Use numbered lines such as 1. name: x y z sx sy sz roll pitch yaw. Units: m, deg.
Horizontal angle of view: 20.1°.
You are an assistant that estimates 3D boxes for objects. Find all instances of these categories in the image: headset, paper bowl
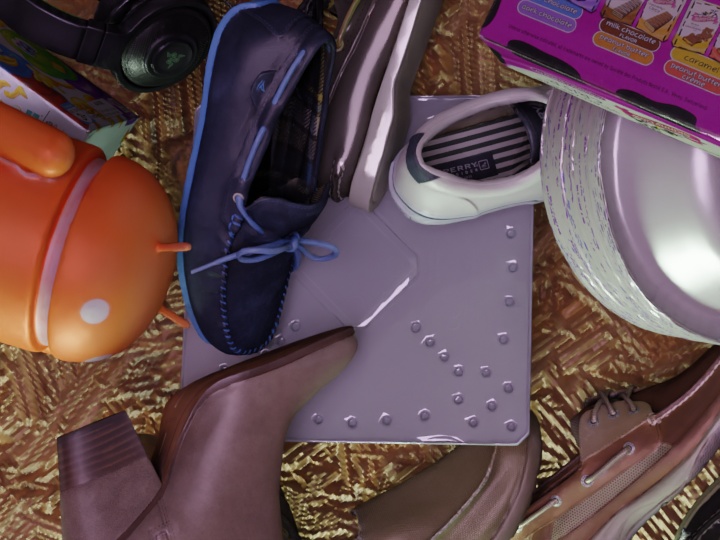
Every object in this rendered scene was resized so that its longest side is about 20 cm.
1. headset: -0.112 -0.165 1.146 0.200 0.124 0.094 11 130 -21
2. paper bowl: 0.203 -0.060 1.068 0.200 0.104 0.201 -2 95 -26

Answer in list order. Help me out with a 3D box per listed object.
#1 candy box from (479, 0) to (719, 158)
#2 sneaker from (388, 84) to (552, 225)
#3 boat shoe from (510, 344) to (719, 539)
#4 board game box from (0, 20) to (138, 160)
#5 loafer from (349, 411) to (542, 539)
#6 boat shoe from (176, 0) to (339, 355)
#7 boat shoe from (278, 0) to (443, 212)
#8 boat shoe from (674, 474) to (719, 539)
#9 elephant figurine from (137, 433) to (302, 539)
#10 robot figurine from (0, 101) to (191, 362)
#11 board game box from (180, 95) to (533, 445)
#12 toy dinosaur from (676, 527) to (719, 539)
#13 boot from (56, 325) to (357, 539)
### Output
1. candy box: 0.164 -0.170 0.984 0.136 0.061 0.200 26 89 21
2. sneaker: 0.114 -0.073 1.116 0.200 0.071 0.073 -21 82 -10
3. boat shoe: 0.153 0.102 1.162 0.072 0.076 0.200 41 101 4
4. board game box: -0.248 -0.103 1.183 0.200 0.103 0.105 36 103 2
5. loafer: 0.031 0.155 1.182 0.067 0.076 0.200 33 103 -17
6. boat shoe: -0.054 -0.041 1.090 0.069 0.084 0.200 21 121 33
7. boat shoe: 0.009 -0.136 1.141 0.060 0.072 0.202 16 87 11
8. boat shoe: 0.266 0.126 1.148 0.201 0.066 0.072 -31 95 13
9. elephant figurine: -0.123 0.205 1.205 0.141 0.155 0.200 23 111 -23
10. robot figurine: -0.183 -0.021 1.072 0.200 0.117 0.144 17 103 5
11. board game box: 0.000 0.000 1.166 0.199 0.026 0.201 0 79 10
12. toy dinosaur: 0.157 0.195 1.145 0.088 0.048 0.200 12 126 -31
13. boot: -0.069 0.130 1.103 0.200 0.070 0.147 -22 90 -15
